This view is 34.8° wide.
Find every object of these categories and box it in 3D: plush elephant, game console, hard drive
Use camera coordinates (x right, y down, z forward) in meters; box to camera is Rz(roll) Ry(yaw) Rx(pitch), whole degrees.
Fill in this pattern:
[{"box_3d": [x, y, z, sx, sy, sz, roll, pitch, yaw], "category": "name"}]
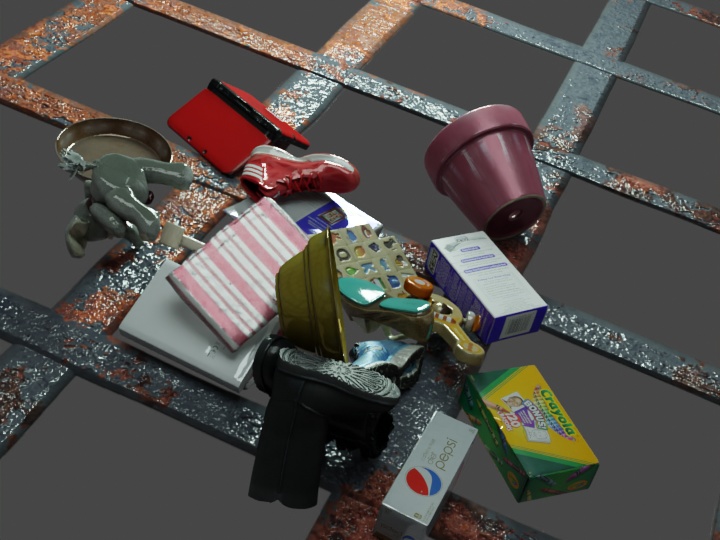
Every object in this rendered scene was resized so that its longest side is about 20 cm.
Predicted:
[{"box_3d": [-0.381, -0.093, 1.774, 0.198, 0.155, 0.166, 20, 46, -6], "category": "plush elephant"}, {"box_3d": [-0.224, -0.254, 2.124, 0.200, 0.119, 0.172, 41, 13, 29], "category": "game console"}, {"box_3d": [-0.227, 0.077, 1.643, 0.198, 0.026, 0.132, 24, 61, 14], "category": "hard drive"}]

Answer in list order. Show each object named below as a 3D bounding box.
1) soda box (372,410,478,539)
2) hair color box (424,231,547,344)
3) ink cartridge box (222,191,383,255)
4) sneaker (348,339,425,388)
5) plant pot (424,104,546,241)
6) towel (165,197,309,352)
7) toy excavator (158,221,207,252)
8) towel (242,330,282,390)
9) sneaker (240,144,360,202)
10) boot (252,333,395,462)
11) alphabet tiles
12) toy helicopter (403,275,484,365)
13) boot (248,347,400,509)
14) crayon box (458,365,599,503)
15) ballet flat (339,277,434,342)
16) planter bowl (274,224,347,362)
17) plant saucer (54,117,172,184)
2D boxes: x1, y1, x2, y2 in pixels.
[{"box_3d": [0.088, 0.278, 1.519, 0.068, 0.064, 0.200, 23, 37, 12], "category": "soda box"}, {"box_3d": [0.202, 0.025, 1.877, 0.108, 0.065, 0.201, -10, 46, -28], "category": "hair color box"}, {"box_3d": [-0.098, -0.075, 1.918, 0.197, 0.044, 0.199, 34, 41, 24], "category": "ink cartridge box"}, {"box_3d": [0.012, 0.147, 1.653, 0.089, 0.079, 0.199, 19, 18, 27], "category": "sneaker"}, {"box_3d": [0.236, -0.162, 2.036, 0.198, 0.201, 0.180, -8, 58, -27], "category": "plant pot"}, {"box_3d": [-0.157, 0.004, 1.634, 0.200, 0.030, 0.146, -41, 82, -20], "category": "towel"}, {"box_3d": [-0.190, -0.010, 1.755, 0.193, 0.101, 0.199, 23, -3, -41], "category": "toy excavator"}, {"box_3d": [-0.205, 0.088, 1.689, 0.199, 0.030, 0.146, 28, 40, 16], "category": "towel"}, {"box_3d": [-0.107, -0.140, 1.919, 0.198, 0.079, 0.116, 9, 43, 15], "category": "sneaker"}, {"box_3d": [-0.045, 0.170, 1.509, 0.161, 0.199, 0.074, 20, 62, 25], "category": "boot"}, {"box_3d": [0.000, 0.000, 1.843, 0.198, 0.006, 0.167, -12, 61, -36], "category": "alphabet tiles"}, {"box_3d": [0.140, 0.089, 1.745, 0.131, 0.080, 0.200, 10, 22, -27], "category": "toy helicopter"}, {"box_3d": [-0.049, 0.214, 1.440, 0.163, 0.202, 0.066, 18, 18, 11], "category": "boot"}, {"box_3d": [0.236, 0.229, 1.634, 0.118, 0.059, 0.201, -5, 42, -24], "category": "crayon box"}, {"box_3d": [0.034, 0.067, 1.736, 0.199, 0.073, 0.068, 15, 31, 41], "category": "ballet flat"}, {"box_3d": [-0.069, 0.044, 1.547, 0.082, 0.202, 0.201, -8, 39, 0], "category": "planter bowl"}, {"box_3d": [-0.424, -0.196, 1.972, 0.198, 0.035, 0.201, 9, 39, -7], "category": "plant saucer"}]
